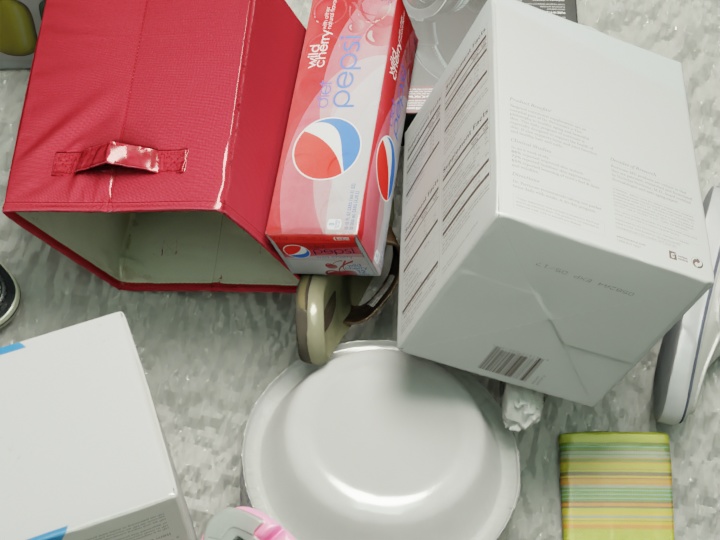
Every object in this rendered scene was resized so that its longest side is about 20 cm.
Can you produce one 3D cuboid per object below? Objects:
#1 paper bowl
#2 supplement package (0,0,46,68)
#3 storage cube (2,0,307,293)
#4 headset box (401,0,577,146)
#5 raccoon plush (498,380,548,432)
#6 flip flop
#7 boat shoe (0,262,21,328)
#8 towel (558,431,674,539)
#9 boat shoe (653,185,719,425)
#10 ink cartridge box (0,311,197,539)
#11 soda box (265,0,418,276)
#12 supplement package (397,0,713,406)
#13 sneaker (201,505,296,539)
[{"bbox_3d":[0.014,0.137,1.021,0.199,0.105,0.202,2,53,-3],"label":"paper bowl"},{"bbox_3d":[-0.235,-0.263,1.093,0.151,0.200,0.152,-3,73,-6],"label":"supplement package"},{"bbox_3d":[-0.127,-0.096,1.041,0.170,0.200,0.181,1,71,20],"label":"storage cube"},{"bbox_3d":[0.091,-0.183,1.125,0.148,0.077,0.202,0,74,-3],"label":"headset box"},{"bbox_3d":[0.165,0.054,1.081,0.133,0.097,0.201,6,50,-4],"label":"raccoon plush"},{"bbox_3d":[0.000,0.000,1.066,0.057,0.082,0.200,-3,28,17],"label":"flip flop"},{"bbox_3d":[-0.345,-0.019,1.084,0.199,0.062,0.075,34,71,3],"label":"boat shoe"},{"bbox_3d":[0.194,0.222,1.092,0.085,0.018,0.202,1,74,0],"label":"towel"},{"bbox_3d":[0.279,0.031,1.130,0.065,0.072,0.201,18,64,4],"label":"boat shoe"},{"bbox_3d":[-0.192,0.157,0.959,0.146,0.201,0.145,-17,55,-10],"label":"ink cartridge box"},{"bbox_3d":[-0.010,-0.099,1.016,0.069,0.063,0.201,0,64,18],"label":"soda box"},{"bbox_3d":[0.123,-0.046,0.974,0.151,0.151,0.201,17,48,-16],"label":"supplement package"},{"bbox_3d":[-0.038,0.237,0.948,0.079,0.095,0.201,-35,94,0],"label":"sneaker"}]
